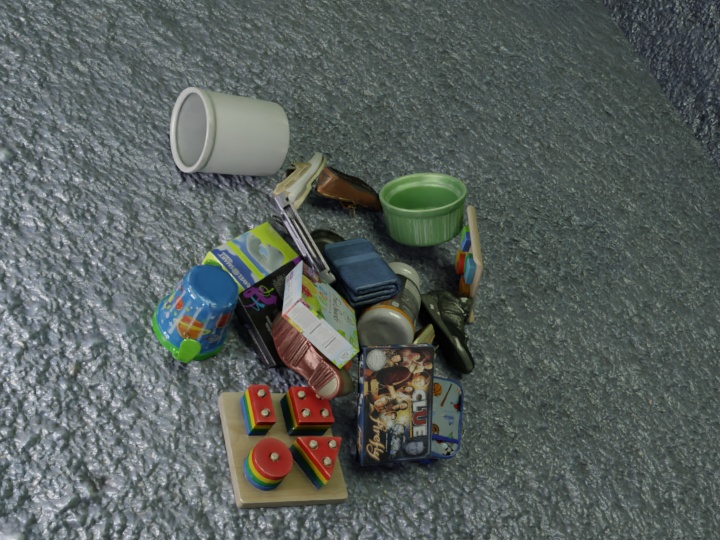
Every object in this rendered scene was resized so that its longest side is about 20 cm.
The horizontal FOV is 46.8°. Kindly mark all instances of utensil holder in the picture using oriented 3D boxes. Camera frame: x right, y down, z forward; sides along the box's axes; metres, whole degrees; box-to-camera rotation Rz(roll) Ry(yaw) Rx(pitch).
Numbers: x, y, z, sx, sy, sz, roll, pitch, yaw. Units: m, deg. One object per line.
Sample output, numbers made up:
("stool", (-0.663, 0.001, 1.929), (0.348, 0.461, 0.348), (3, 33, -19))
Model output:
("utensil holder", (-0.271, -0.282, 1.735), (0.198, 0.170, 0.171), (1, 52, -39))

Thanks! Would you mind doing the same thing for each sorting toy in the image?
("sorting toy", (0.239, -0.013, 1.857), (0.036, 0.201, 0.186), (0, 47, 0))
("sorting toy", (-0.120, 0.283, 1.389), (0.198, 0.070, 0.200), (7, 49, -32))

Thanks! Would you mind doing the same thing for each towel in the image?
("towel", (0.000, 0.000, 1.654), (0.110, 0.049, 0.200), (-11, 30, -17))

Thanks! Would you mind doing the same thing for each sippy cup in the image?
("sippy cup", (-0.274, 0.063, 1.434), (0.139, 0.131, 0.179), (-7, 56, -41))

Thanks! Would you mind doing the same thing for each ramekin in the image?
("ramekin", (0.144, -0.137, 1.896), (0.197, 0.099, 0.201), (-5, 30, 3))

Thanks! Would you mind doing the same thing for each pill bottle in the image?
("pill bottle", (0.062, 0.075, 1.677), (0.116, 0.117, 0.201), (30, 33, -9))

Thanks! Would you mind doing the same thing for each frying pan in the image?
("frying pan", (-0.098, -0.047, 1.743), (0.188, 0.031, 0.116), (12, 48, -24))

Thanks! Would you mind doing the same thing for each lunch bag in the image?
("lunch bag", (0.102, 0.268, 1.536), (0.198, 0.075, 0.162), (16, 71, -22))

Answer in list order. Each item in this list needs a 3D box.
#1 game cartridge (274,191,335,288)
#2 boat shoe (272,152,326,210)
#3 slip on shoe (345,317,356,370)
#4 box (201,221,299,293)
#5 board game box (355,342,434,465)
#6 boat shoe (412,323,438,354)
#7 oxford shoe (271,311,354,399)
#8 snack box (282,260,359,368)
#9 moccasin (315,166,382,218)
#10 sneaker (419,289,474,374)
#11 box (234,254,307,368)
("game cartridge", (-0.110, -0.051, 1.651), (0.038, 0.130, 0.201), (-29, 83, -10))
("boat shoe", (-0.133, -0.209, 1.837), (0.068, 0.075, 0.201), (34, 39, -9))
("slip on shoe", (-0.044, 0.153, 1.581), (0.062, 0.073, 0.201), (61, 24, -28))
("box", (-0.212, -0.009, 1.612), (0.122, 0.048, 0.200), (46, 40, 8))
("board game box", (0.061, 0.231, 1.450), (0.134, 0.035, 0.203), (-1, 94, -22))
("boat shoe", (0.101, 0.186, 1.651), (0.063, 0.073, 0.200), (44, 51, -6))
("oxford shoe", (-0.086, 0.153, 1.473), (0.200, 0.071, 0.075), (50, 18, 29))
("snack box", (-0.071, 0.075, 1.485), (0.142, 0.053, 0.200), (45, 11, -16))
("moccasin", (-0.023, -0.169, 1.884), (0.200, 0.078, 0.074), (14, 26, -52))
("sneaker", (0.208, 0.119, 1.764), (0.113, 0.077, 0.200), (-20, 59, -20))
("box", (-0.142, 0.073, 1.561), (0.200, 0.036, 0.144), (-35, 99, -50))
